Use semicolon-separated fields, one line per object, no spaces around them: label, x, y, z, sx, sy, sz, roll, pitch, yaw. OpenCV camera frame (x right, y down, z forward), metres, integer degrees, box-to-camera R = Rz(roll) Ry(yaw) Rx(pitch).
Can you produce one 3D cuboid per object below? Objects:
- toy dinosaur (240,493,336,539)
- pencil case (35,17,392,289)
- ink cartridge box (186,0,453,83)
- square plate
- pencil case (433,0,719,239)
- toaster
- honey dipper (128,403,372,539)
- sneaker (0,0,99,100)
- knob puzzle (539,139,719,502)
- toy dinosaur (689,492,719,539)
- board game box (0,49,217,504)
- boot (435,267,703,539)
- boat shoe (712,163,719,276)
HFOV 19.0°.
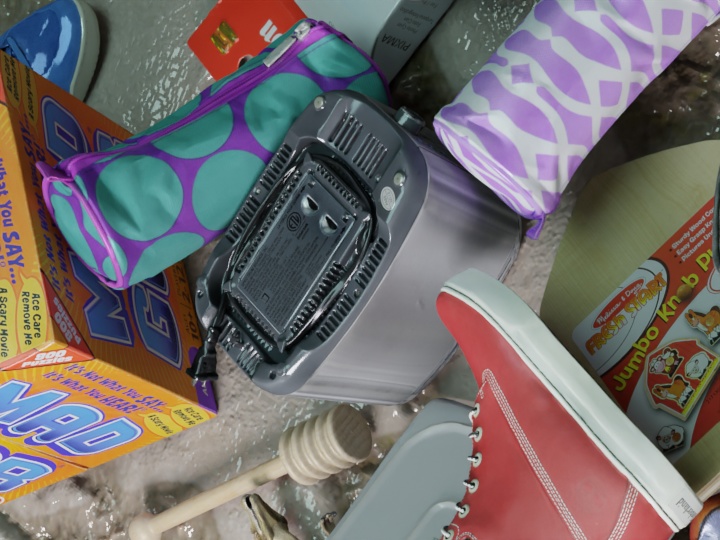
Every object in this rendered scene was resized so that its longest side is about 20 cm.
toy dinosaur;-0.018;0.218;1.262;0.101;0.058;0.201;-38;57;47
pencil case;-0.084;-0.071;1.249;0.200;0.093;0.085;-33;39;-16
ink cartridge box;-0.029;-0.177;1.343;0.200;0.047;0.160;-50;54;18
square plate;0.052;0.157;1.147;0.200;0.028;0.198;15;57;45
pencil case;0.129;-0.118;1.145;0.200;0.085;0.084;-46;10;0
toaster;0.000;0.000;1.228;0.114;0.129;0.200;44;109;38
honey dipper;-0.075;0.135;1.329;0.200;0.038;0.038;-30;63;35
sneaker;-0.274;-0.119;1.500;0.200;0.111;0.077;-45;56;25
knob puzzle;0.176;0.017;1.136;0.219;0.030;0.220;-20;56;33
toy dinosaur;0.248;0.134;1.050;0.200;0.105;0.181;-40;33;-17
board game box;-0.240;0.016;1.355;0.199;0.200;0.200;-22;66;17
boot;0.062;0.098;1.104;0.144;0.072;0.200;-41;49;2
boat shoe;0.220;-0.073;1.075;0.072;0.071;0.201;-7;63;38
